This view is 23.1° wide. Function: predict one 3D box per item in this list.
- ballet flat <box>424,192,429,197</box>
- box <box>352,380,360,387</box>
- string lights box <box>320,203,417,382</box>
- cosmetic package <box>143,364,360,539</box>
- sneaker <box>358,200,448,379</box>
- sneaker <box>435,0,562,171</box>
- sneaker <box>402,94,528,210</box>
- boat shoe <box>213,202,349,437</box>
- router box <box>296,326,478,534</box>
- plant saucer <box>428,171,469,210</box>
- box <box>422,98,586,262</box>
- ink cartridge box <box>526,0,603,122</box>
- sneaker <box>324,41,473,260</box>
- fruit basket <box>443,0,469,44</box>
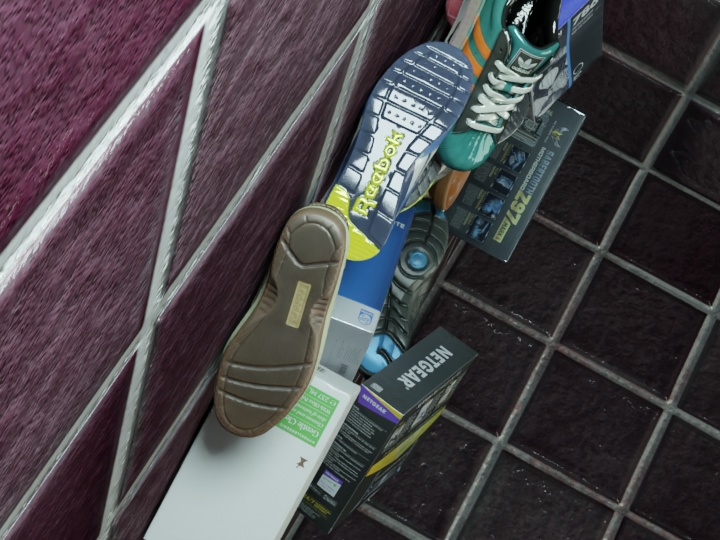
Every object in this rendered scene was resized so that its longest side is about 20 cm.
[{"bbox_3d":[0.075,-0.098,1.996,0.200,0.065,0.071,-60,-178,-13],"label":"ballet flat"},{"bbox_3d":[-0.077,0.189,1.684,0.193,0.047,0.200,-51,168,6],"label":"box"},{"bbox_3d":[0.000,0.000,1.623,0.103,0.059,0.200,113,-4,-51],"label":"string lights box"},{"bbox_3d":[-0.093,0.168,1.543,0.200,0.107,0.085,-63,175,4],"label":"cosmetic package"},{"bbox_3d":[0.034,0.021,1.852,0.082,0.073,0.200,108,4,-76],"label":"sneaker"},{"bbox_3d":[0.118,-0.173,1.478,0.080,0.071,0.200,37,-66,57],"label":"sneaker"},{"bbox_3d":[0.064,-0.117,1.576,0.200,0.074,0.081,-34,-177,-18],"label":"sneaker"},{"bbox_3d":[-0.056,0.039,1.414,0.203,0.075,0.075,-63,-179,17],"label":"boat shoe"},{"bbox_3d":[0.025,0.155,1.737,0.157,0.052,0.200,-59,167,25],"label":"router box"},{"bbox_3d":[0.111,-0.159,1.800,0.200,0.037,0.200,24,90,-84],"label":"plant saucer"},{"bbox_3d":[0.151,-0.132,2.063,0.200,0.158,0.051,-63,175,10],"label":"box"},{"bbox_3d":[0.178,-0.216,1.619,0.099,0.039,0.200,-44,161,-6],"label":"ink cartridge box"},{"bbox_3d":[0.025,-0.101,1.467,0.200,0.074,0.082,-59,180,-3],"label":"sneaker"},{"bbox_3d":[0.130,-0.245,1.609,0.200,0.094,0.185,-52,170,-45],"label":"fruit basket"}]
